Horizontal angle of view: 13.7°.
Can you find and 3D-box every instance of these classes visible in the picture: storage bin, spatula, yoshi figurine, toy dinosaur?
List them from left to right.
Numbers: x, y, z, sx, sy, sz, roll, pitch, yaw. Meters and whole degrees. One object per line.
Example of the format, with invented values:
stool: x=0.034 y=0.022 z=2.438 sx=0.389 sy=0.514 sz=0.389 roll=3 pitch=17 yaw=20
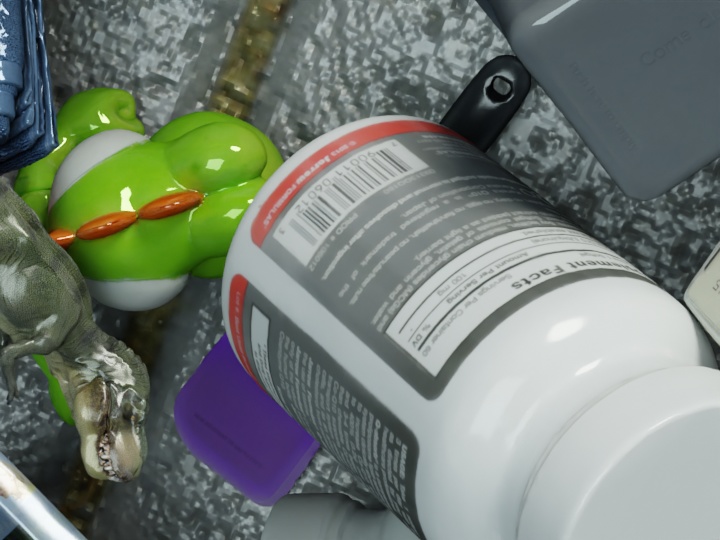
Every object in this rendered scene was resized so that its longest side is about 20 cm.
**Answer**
toy dinosaur: x=-0.146 y=-0.007 z=1.027 sx=0.088 sy=0.047 sz=0.200 roll=-25 pitch=109 yaw=11
yoshi figurine: x=-0.107 y=-0.010 z=1.118 sx=0.200 sy=0.112 sz=0.112 roll=-14 pitch=129 yaw=26
spatula: x=0.000 y=0.000 z=1.119 sx=0.057 sy=0.021 sz=0.200 roll=37 pitch=102 yaw=1
storage bin: x=0.131 y=-0.111 z=1.000 sx=0.200 sy=0.134 sz=0.146 roll=-33 pitch=116 yaw=15

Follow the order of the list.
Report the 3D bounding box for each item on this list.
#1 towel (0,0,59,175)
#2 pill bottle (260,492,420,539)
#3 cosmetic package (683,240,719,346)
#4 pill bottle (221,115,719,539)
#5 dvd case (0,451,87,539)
towel: x=-0.171 y=-0.124 z=1.100 sx=0.112 sy=0.049 sz=0.200 roll=-13 pitch=72 yaw=18
pill bottle: x=0.068 y=0.130 z=1.070 sx=0.200 sy=0.116 sz=0.117 roll=2 pitch=97 yaw=13
cosmetic package: x=0.217 y=0.020 z=0.986 sx=0.200 sy=0.071 sz=0.105 roll=26 pitch=107 yaw=-34
pill bottle: x=0.048 y=0.038 z=1.002 sx=0.200 sy=0.116 sz=0.116 roll=41 pitch=108 yaw=46
dvd case: x=-0.094 y=0.146 z=1.109 sx=0.200 sy=0.143 sz=0.018 roll=45 pitch=66 yaw=5
